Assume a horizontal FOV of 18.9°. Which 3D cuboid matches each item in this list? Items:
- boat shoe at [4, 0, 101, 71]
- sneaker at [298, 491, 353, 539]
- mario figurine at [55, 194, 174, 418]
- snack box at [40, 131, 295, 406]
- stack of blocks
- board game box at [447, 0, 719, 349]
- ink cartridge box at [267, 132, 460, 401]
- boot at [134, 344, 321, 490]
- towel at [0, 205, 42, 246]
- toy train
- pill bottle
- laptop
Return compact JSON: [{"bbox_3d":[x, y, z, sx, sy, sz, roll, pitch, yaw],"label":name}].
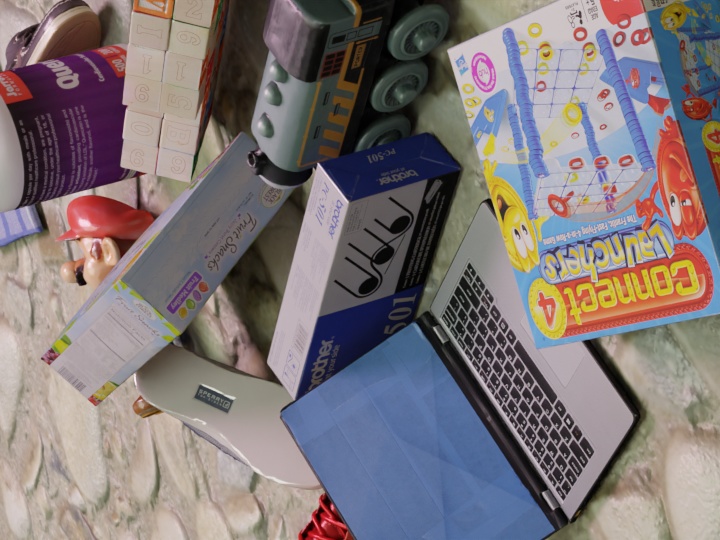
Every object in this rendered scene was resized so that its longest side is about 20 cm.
[{"bbox_3d":[-0.281,-0.186,1.912,0.065,0.072,0.200,59,153,14],"label":"boat shoe"},{"bbox_3d":[-0.021,0.207,1.632,0.078,0.115,0.201,39,136,43],"label":"sneaker"},{"bbox_3d":[-0.215,0.032,1.878,0.123,0.106,0.201,-29,81,61],"label":"mario figurine"},{"bbox_3d":[-0.150,0.002,1.687,0.068,0.169,0.200,40,149,-6],"label":"snack box"},{"bbox_3d":[-0.139,-0.165,1.638,0.115,0.058,0.201,-77,0,-48],"label":"stack of blocks"},{"bbox_3d":[0.150,-0.064,1.274,0.200,0.056,0.197,-17,90,60],"label":"board game box"},{"bbox_3d":[0.000,0.000,1.517,0.044,0.094,0.201,52,144,32],"label":"ink cartridge box"},{"bbox_3d":[-0.085,0.121,1.756,0.200,0.090,0.073,29,87,25],"label":"boot"},{"bbox_3d":[-0.372,-0.123,2.140,0.147,0.024,0.201,-16,93,58],"label":"towel"},{"bbox_3d":[-0.016,-0.135,1.452,0.085,0.114,0.200,55,147,28],"label":"toy train"},{"bbox_3d":[-0.261,-0.114,1.785,0.112,0.199,0.113,33,131,47],"label":"pill bottle"},{"bbox_3d":[0.060,0.095,1.443,0.188,0.116,0.200,56,146,25],"label":"laptop"}]
